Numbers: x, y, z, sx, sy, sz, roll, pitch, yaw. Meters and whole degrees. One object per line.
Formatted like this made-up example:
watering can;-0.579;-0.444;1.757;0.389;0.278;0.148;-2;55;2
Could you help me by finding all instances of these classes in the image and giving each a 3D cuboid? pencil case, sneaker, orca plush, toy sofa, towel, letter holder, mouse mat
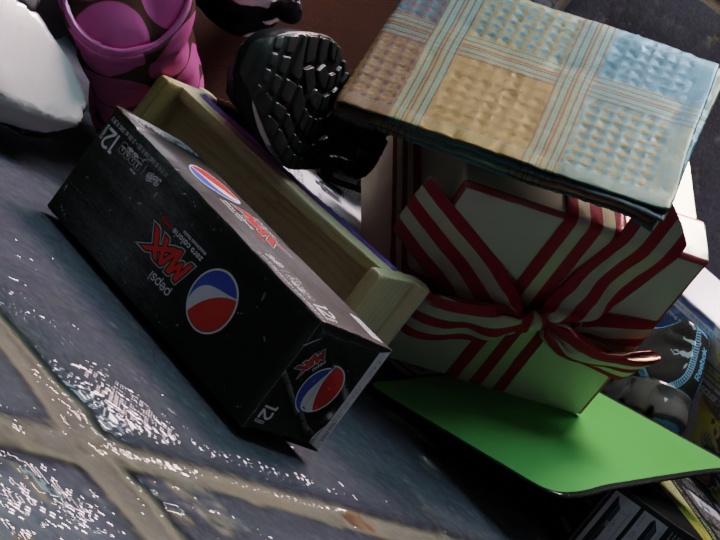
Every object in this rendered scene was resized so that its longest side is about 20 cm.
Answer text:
pencil case;-0.136;-0.139;1.292;0.094;0.091;0.200;61;-11;14
sneaker;0.158;0.061;1.506;0.199;0.082;0.073;15;-21;36
orca plush;-0.244;-0.129;1.151;0.200;0.071;0.106;22;62;-46
toy sofa;-0.056;-0.020;1.235;0.200;0.083;0.098;42;11;23
towel;0.101;-0.103;1.219;0.199;0.022;0.147;20;47;12
orca plush;-0.094;-0.179;1.344;0.105;0.071;0.200;45;-3;-3
letter holder;-0.047;-0.155;1.490;0.199;0.143;0.101;19;-12;4
mouse mat;0.118;0.096;1.304;0.161;0.008;0.200;29;20;38
sneaker;-0.051;-0.102;1.239;0.087;0.076;0.200;23;-2;19

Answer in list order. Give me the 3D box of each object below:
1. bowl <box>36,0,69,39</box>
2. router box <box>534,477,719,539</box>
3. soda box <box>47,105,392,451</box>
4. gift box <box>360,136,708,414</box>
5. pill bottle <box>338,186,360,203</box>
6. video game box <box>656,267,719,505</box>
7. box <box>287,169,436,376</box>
bowl;-0.253;-0.204;1.347;0.201;0.090;0.201;36;9;-7
router box;0.182;0.157;1.371;0.157;0.052;0.200;36;9;-17
soda box;-0.076;0.003;1.083;0.063;0.071;0.200;25;16;-51
gift box;0.098;-0.039;1.289;0.184;0.200;0.187;13;48;-14
pill bottle;0.047;-0.097;1.627;0.111;0.200;0.111;38;8;-7
video game box;0.243;0.100;1.528;0.047;0.183;0.200;-18;45;-30
box;0.000;0.000;1.416;0.200;0.060;0.117;36;9;-9
